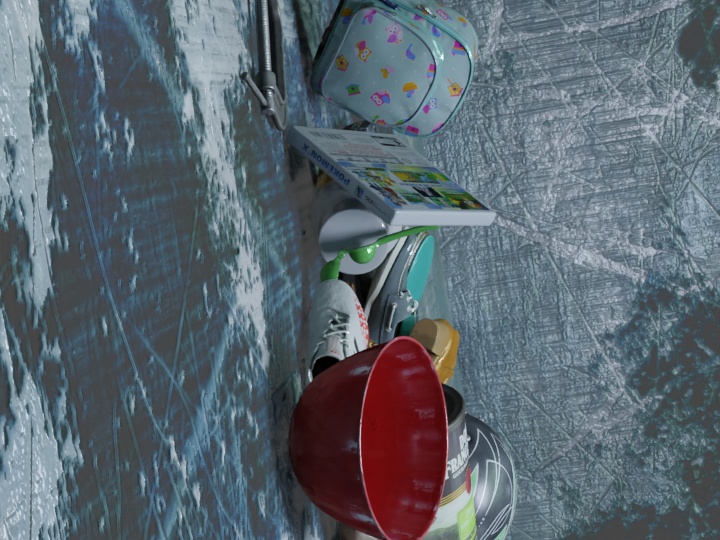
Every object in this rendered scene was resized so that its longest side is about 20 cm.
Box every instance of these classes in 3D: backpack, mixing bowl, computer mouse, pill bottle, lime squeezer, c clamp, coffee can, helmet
[{"bbox_3d":[0.050,-0.270,1.902,0.154,0.198,0.177,-87,-158,-62],"label":"backpack"},{"bbox_3d":[-0.001,0.165,1.437,0.200,0.107,0.203,8,81,-62],"label":"mixing bowl"},{"bbox_3d":[0.023,-0.023,1.979,0.200,0.045,0.142,-16,99,-82],"label":"computer mouse"},{"bbox_3d":[-0.003,-0.077,1.774,0.201,0.111,0.114,-84,163,-62],"label":"pill bottle"},{"bbox_3d":[0.000,0.000,1.663,0.071,0.200,0.038,42,-1,16],"label":"lime squeezer"},{"bbox_3d":[-0.097,-0.241,1.579,0.171,0.027,0.202,67,16,-60],"label":"c clamp"},{"bbox_3d":[0.056,0.246,1.676,0.147,0.145,0.202,-80,164,-67],"label":"coffee can"},{"bbox_3d":[0.105,0.285,1.866,0.200,0.188,0.202,-8,90,-82],"label":"helmet"}]

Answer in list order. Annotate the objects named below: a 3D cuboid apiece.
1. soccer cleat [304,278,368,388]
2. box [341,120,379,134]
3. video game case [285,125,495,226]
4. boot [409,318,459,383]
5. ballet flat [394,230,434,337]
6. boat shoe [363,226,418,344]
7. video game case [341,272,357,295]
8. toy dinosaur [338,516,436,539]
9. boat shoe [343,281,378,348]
[{"bbox_3d":[-0.028,0.089,1.579,0.085,0.068,0.202,74,15,-59],"label":"soccer cleat"},{"bbox_3d":[0.020,-0.114,2.141,0.158,0.050,0.202,-73,147,-79],"label":"box"},{"bbox_3d":[0.037,-0.107,1.696,0.199,0.182,0.022,-1,125,-52],"label":"video game case"},{"bbox_3d":[0.065,0.155,1.841,0.203,0.070,0.144,-61,160,-3],"label":"boot"},{"bbox_3d":[0.041,0.041,1.874,0.074,0.073,0.202,-57,159,-78],"label":"ballet flat"},{"bbox_3d":[0.038,0.039,1.808,0.073,0.061,0.202,-80,-169,-67],"label":"boat shoe"},{"bbox_3d":[0.006,0.062,2.015,0.182,0.023,0.202,31,50,-80],"label":"video game case"},{"bbox_3d":[0.001,0.267,1.579,0.136,0.085,0.201,46,-29,27],"label":"toy dinosaur"},{"bbox_3d":[0.001,0.111,1.758,0.072,0.067,0.202,32,49,-80],"label":"boat shoe"}]
